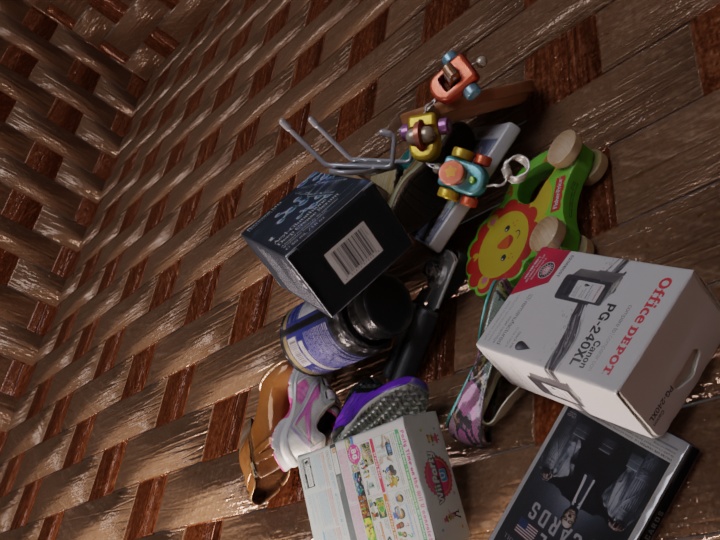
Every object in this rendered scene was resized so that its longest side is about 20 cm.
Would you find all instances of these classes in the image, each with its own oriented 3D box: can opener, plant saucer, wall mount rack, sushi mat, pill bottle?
[{"bbox_3d":[0.097,0.067,1.027,0.053,0.067,0.201,32,104,59],"label":"can opener"},{"bbox_3d":[0.158,-0.241,1.103,0.200,0.199,0.033,-2,105,55],"label":"plant saucer"},{"bbox_3d":[-0.017,-0.183,1.090,0.200,0.172,0.075,-34,-52,-69],"label":"wall mount rack"},{"bbox_3d":[0.031,-0.109,1.303,0.095,0.012,0.201,-17,50,49],"label":"sushi mat"},{"bbox_3d":[-0.020,0.074,1.046,0.200,0.111,0.112,-28,42,48],"label":"pill bottle"}]

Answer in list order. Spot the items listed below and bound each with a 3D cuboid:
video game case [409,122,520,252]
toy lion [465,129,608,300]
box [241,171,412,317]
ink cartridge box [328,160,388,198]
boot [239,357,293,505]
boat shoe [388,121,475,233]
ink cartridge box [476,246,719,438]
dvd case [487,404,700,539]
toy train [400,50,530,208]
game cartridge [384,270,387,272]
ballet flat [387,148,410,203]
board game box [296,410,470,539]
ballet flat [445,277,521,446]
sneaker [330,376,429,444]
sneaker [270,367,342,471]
[{"bbox_3d":[0.142,-0.124,1.087,0.201,0.023,0.182,-57,10,3],"label":"video game case"},{"bbox_3d":[0.213,-0.058,0.958,0.191,0.068,0.201,-21,46,56],"label":"toy lion"},{"bbox_3d":[-0.051,-0.043,1.011,0.148,0.107,0.200,-42,24,-13],"label":"box"},{"bbox_3d":[-0.047,-0.080,1.296,0.201,0.075,0.165,-58,20,7],"label":"ink cartridge box"},{"bbox_3d":[-0.127,0.249,1.159,0.201,0.073,0.155,-64,22,20],"label":"boot"},{"bbox_3d":[0.089,-0.129,1.068,0.076,0.072,0.200,1,45,53],"label":"boat shoe"},{"bbox_3d":[0.239,0.063,0.759,0.146,0.083,0.200,-52,28,-14],"label":"ink cartridge box"},{"bbox_3d":[0.218,0.227,0.727,0.201,0.025,0.150,-59,30,-2],"label":"dvd case"},{"bbox_3d":[0.127,-0.184,0.973,0.150,0.056,0.201,-33,73,23],"label":"toy train"},{"bbox_3d":[0.000,0.000,1.154,0.134,0.041,0.201,-93,19,-49],"label":"game cartridge"},{"bbox_3d":[0.082,-0.129,1.159,0.072,0.072,0.201,-30,24,39],"label":"ballet flat"},{"bbox_3d":[0.020,0.267,0.890,0.200,0.064,0.149,-30,67,41],"label":"board game box"},{"bbox_3d":[0.163,0.111,0.878,0.071,0.069,0.201,15,83,33],"label":"ballet flat"},{"bbox_3d":[0.019,0.177,0.996,0.200,0.069,0.100,-46,24,39],"label":"sneaker"},{"bbox_3d":[-0.061,0.206,1.107,0.088,0.082,0.201,-8,42,20],"label":"sneaker"}]
